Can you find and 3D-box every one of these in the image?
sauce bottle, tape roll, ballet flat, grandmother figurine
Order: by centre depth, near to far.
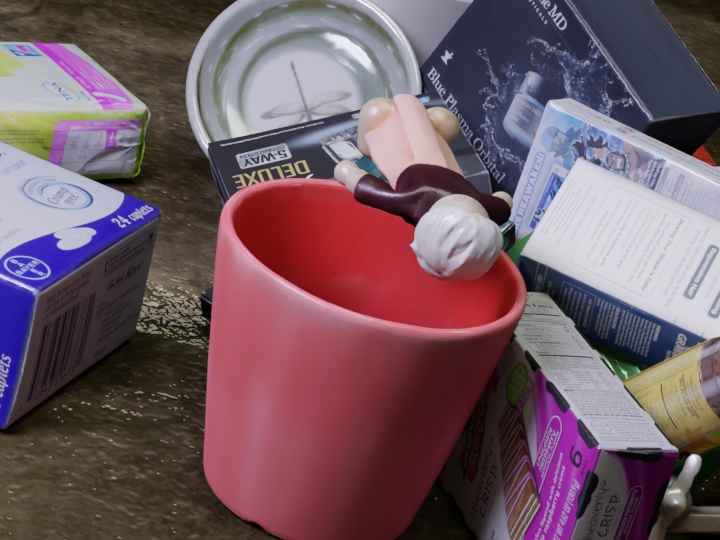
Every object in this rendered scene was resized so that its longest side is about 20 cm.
[{"bbox_3d":[0.043,-0.052,1.394,0.120,0.061,0.200,0,25,-14],"label":"grandmother figurine"},{"bbox_3d":[0.186,0.099,1.443,0.064,0.200,0.065,17,59,-32],"label":"sauce bottle"},{"bbox_3d":[0.053,0.056,1.525,0.069,0.072,0.200,-16,-34,40],"label":"ballet flat"},{"bbox_3d":[0.014,-0.208,2.004,0.202,0.140,0.203,17,15,-5],"label":"tape roll"}]

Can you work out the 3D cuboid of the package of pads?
[{"bbox_3d":[-0.284,-0.128,1.771,0.199,0.069,0.154,-3,29,-35],"label":"package of pads"}]

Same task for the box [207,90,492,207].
[{"bbox_3d":[-0.010,-0.069,1.751,0.199,0.050,0.158,-13,30,-7],"label":"box"}]

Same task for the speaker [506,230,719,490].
[{"bbox_3d":[0.176,0.063,1.552,0.088,0.089,0.201,-7,57,-41],"label":"speaker"}]

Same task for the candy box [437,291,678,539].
[{"bbox_3d":[0.116,0.117,1.411,0.061,0.137,0.200,5,26,-23],"label":"candy box"}]

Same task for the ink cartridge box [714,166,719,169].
[{"bbox_3d":[0.263,-0.001,1.742,0.199,0.146,0.083,-6,32,-41],"label":"ink cartridge box"}]

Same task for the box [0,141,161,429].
[{"bbox_3d":[-0.265,-0.006,1.479,0.199,0.105,0.184,22,24,14],"label":"box"}]

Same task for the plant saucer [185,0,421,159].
[{"bbox_3d":[-0.048,-0.145,1.876,0.199,0.201,0.050,18,-17,5],"label":"plant saucer"}]

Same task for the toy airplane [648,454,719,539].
[{"bbox_3d":[0.275,0.157,1.415,0.199,0.142,0.199,-20,29,-39],"label":"toy airplane"}]

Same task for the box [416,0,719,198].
[{"bbox_3d":[0.166,-0.140,1.838,0.117,0.200,0.197,-10,60,-45],"label":"box"}]

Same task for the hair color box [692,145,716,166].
[{"bbox_3d":[0.245,-0.091,1.965,0.064,0.111,0.200,10,26,-15],"label":"hair color box"}]

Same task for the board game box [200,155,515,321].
[{"bbox_3d":[0.000,0.000,1.608,0.135,0.028,0.200,33,58,27],"label":"board game box"}]

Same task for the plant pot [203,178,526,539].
[{"bbox_3d":[-0.012,0.064,1.395,0.199,0.178,0.201,14,24,-6],"label":"plant pot"}]

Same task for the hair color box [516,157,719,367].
[{"bbox_3d":[0.212,0.013,1.492,0.199,0.061,0.100,25,56,14],"label":"hair color box"}]

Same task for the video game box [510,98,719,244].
[{"bbox_3d":[0.187,0.001,1.629,0.182,0.201,0.047,28,20,23],"label":"video game box"}]
